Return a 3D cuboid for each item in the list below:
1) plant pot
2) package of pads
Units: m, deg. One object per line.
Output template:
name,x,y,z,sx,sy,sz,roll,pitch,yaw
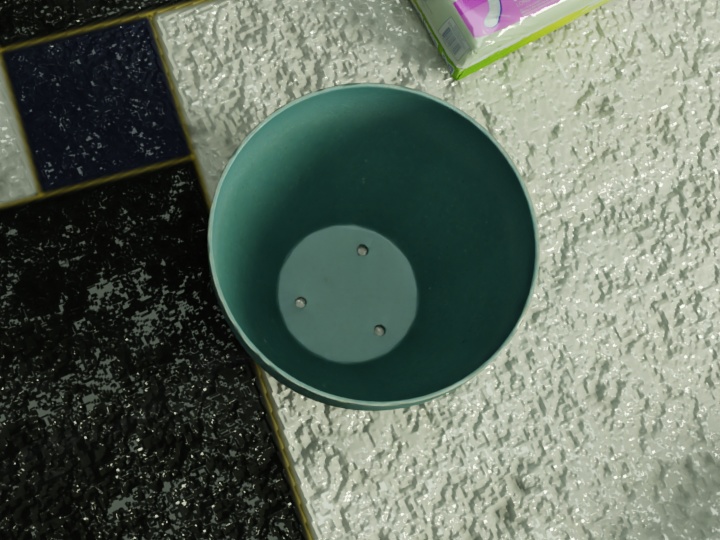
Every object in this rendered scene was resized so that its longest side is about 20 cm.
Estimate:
plant pot,0.000,0.000,1.326,0.200,0.135,0.200,2,74,-7
package of pads,0.112,-0.243,1.441,0.200,0.068,0.155,-29,81,-15
